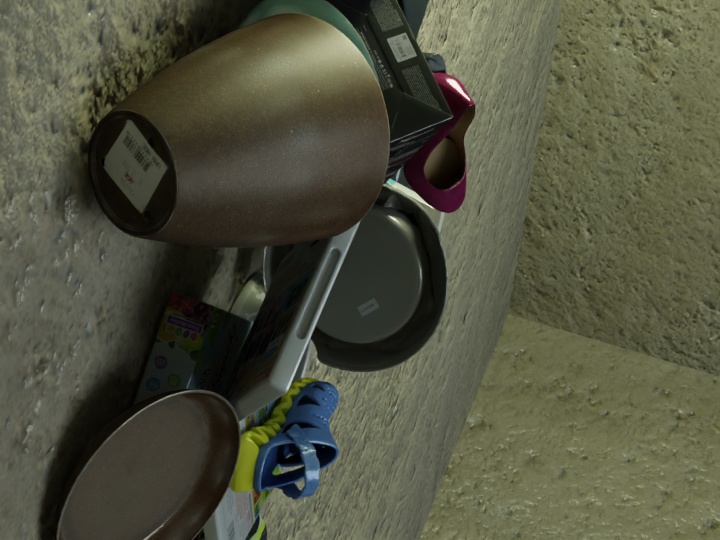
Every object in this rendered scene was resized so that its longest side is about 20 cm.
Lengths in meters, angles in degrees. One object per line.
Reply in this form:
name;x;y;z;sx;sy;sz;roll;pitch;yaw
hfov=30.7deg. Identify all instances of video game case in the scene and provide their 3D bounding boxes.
video game case;-0.070;0.045;1.197;0.184;0.023;0.200;-68;-167;-23
video game case;-0.116;0.192;1.368;0.202;0.023;0.183;90;24;-47

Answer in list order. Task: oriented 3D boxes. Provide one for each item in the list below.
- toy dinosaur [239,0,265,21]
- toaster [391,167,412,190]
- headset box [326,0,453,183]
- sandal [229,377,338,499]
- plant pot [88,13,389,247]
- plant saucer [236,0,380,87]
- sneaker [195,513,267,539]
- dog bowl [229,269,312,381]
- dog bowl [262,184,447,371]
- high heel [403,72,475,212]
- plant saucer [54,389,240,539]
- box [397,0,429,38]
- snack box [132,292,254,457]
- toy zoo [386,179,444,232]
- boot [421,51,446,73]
toy dinosaur;-0.073;-0.163;1.176;0.058;0.101;0.203;-23;101;-25
toaster;0.003;-0.127;1.501;0.201;0.127;0.115;-61;161;-47
headset box;-0.011;-0.159;1.213;0.076;0.150;0.200;-22;174;-25
sandal;-0.060;0.178;1.346;0.200;0.086;0.081;-49;151;-59
plant pot;-0.108;-0.095;1.014;0.199;0.185;0.189;-22;129;-51
plant saucer;-0.060;-0.135;1.125;0.027;0.199;0.203;-18;127;-43
sneaker;-0.167;0.301;1.474;0.200;0.071;0.084;-40;120;-70
dog bowl;-0.107;0.104;1.465;0.200;0.058;0.203;16;90;-77
dog bowl;0.000;0.000;1.357;0.059;0.197;0.203;-40;144;-69
high heel;0.086;-0.109;1.253;0.067;0.096;0.201;-45;141;-13
plant saucer;-0.187;0.184;1.135;0.199;0.032;0.202;-34;141;-32
box;-0.014;-0.295;1.205;0.200;0.139;0.080;77;32;-66
snack box;-0.155;0.108;1.273;0.200;0.052;0.144;38;68;-76
toy zoo;0.003;-0.039;1.398;0.132;0.198;0.020;-64;171;19
boot;0.023;-0.225;1.347;0.200;0.065;0.167;32;-75;62
